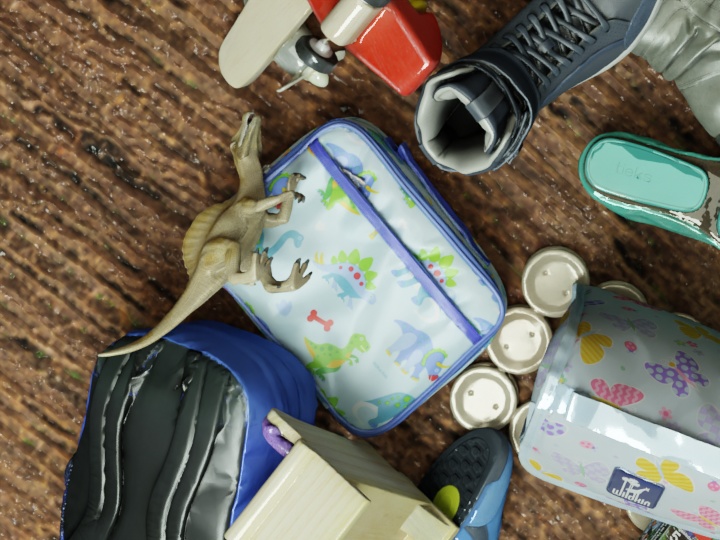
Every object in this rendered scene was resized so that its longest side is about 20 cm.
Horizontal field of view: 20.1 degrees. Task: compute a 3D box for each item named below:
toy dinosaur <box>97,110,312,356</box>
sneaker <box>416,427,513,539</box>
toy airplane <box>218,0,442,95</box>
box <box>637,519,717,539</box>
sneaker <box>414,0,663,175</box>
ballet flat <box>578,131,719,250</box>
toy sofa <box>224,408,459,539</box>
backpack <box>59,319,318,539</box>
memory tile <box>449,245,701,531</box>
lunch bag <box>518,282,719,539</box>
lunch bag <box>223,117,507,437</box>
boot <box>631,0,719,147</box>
[{"bbox_3d":[-0.089,-0.009,1.372,0.101,0.058,0.201,11,66,40],"label":"toy dinosaur"},{"bbox_3d":[0.070,0.210,1.485,0.078,0.066,0.202,20,99,-32],"label":"sneaker"},{"bbox_3d":[-0.012,-0.219,1.391,0.199,0.140,0.201,5,90,41],"label":"toy airplane"},{"bbox_3d":[0.260,0.271,1.441,0.200,0.038,0.137,46,68,-9],"label":"box"},{"bbox_3d":[0.119,-0.142,1.353,0.077,0.146,0.202,47,112,1],"label":"sneaker"},{"bbox_3d":[0.248,-0.048,1.412,0.198,0.070,0.068,21,95,10],"label":"ballet flat"},{"bbox_3d":[-0.019,0.166,1.372,0.097,0.200,0.083,40,94,23],"label":"toy sofa"},{"bbox_3d":[-0.114,0.135,1.421,0.161,0.167,0.202,14,104,27],"label":"backpack"},{"bbox_3d":[0.179,0.087,1.472,0.199,0.017,0.154,30,101,0],"label":"memory tile"},{"bbox_3d":[0.196,0.098,1.360,0.168,0.200,0.128,19,100,3],"label":"lunch bag"},{"bbox_3d":[0.000,0.000,1.438,0.160,0.082,0.200,-39,91,10],"label":"lunch bag"},{"bbox_3d":[0.286,-0.184,1.393,0.200,0.068,0.131,-40,88,9],"label":"boot"}]
